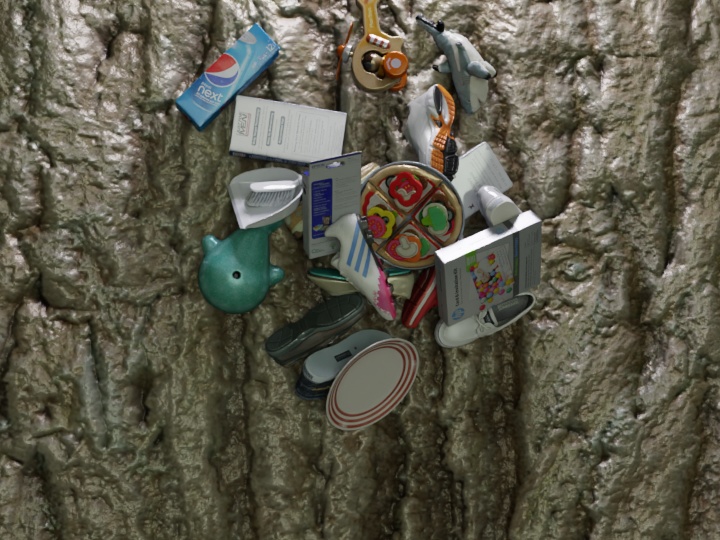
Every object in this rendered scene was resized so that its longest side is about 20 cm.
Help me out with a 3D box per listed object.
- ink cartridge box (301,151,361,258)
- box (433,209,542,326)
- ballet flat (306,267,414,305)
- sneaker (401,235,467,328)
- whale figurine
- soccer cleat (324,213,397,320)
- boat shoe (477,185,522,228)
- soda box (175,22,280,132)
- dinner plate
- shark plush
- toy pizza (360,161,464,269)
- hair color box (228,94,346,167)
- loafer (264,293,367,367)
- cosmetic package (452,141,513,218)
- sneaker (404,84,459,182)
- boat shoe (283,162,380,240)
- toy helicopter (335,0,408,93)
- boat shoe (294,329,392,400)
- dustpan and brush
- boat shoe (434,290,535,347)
[{"bbox_3d":[-0.050,-0.118,1.552,0.098,0.039,0.202,-13,131,-19],"label":"ink cartridge box"},{"bbox_3d":[0.228,-0.003,1.598,0.198,0.041,0.157,-22,134,-14],"label":"box"},{"bbox_3d":[0.001,0.031,1.632,0.198,0.069,0.070,0,90,-9],"label":"ballet flat"},{"bbox_3d":[0.166,0.037,1.651,0.115,0.078,0.201,30,96,-15],"label":"sneaker"},{"bbox_3d":[-0.203,-0.023,1.576,0.158,0.104,0.202,26,83,-8],"label":"whale figurine"},{"bbox_3d":[0.000,0.000,1.568,0.086,0.070,0.202,-20,102,7],"label":"soccer cleat"},{"bbox_3d":[0.261,-0.089,1.635,0.072,0.200,0.069,-42,54,11],"label":"boat shoe"},{"bbox_3d":[-0.233,-0.339,1.588,0.064,0.068,0.200,44,84,-7],"label":"soda box"},{"bbox_3d":[0.019,0.198,1.599,0.199,0.024,0.202,-22,135,-24],"label":"dinner plate"},{"bbox_3d":[0.168,-0.387,1.658,0.083,0.091,0.200,-39,102,23],"label":"shark plush"},{"bbox_3d":[0.083,-0.091,1.578,0.198,0.032,0.202,6,115,12],"label":"toy pizza"},{"bbox_3d":[-0.130,-0.243,1.609,0.198,0.061,0.101,8,88,-10],"label":"hair color box"},{"bbox_3d":[-0.072,0.108,1.607,0.199,0.072,0.063,-27,129,8],"label":"loafer"},{"bbox_3d":[0.167,-0.139,1.652,0.199,0.074,0.102,-36,94,-9],"label":"cosmetic package"},{"bbox_3d":[0.121,-0.229,1.624,0.075,0.091,0.202,22,61,-39],"label":"sneaker"},{"bbox_3d":[-0.055,-0.142,1.621,0.199,0.072,0.076,-36,84,-7],"label":"boat shoe"},{"bbox_3d":[0.012,-0.419,1.638,0.131,0.079,0.202,-7,80,0],"label":"toy helicopter"},{"bbox_3d":[-0.029,0.170,1.626,0.199,0.091,0.071,-14,62,-34],"label":"boat shoe"},{"bbox_3d":[-0.125,-0.145,1.580,0.198,0.140,0.058,-8,133,-16],"label":"dustpan and brush"},{"bbox_3d":[0.230,0.083,1.665,0.199,0.065,0.074,-29,95,-8],"label":"boat shoe"}]
